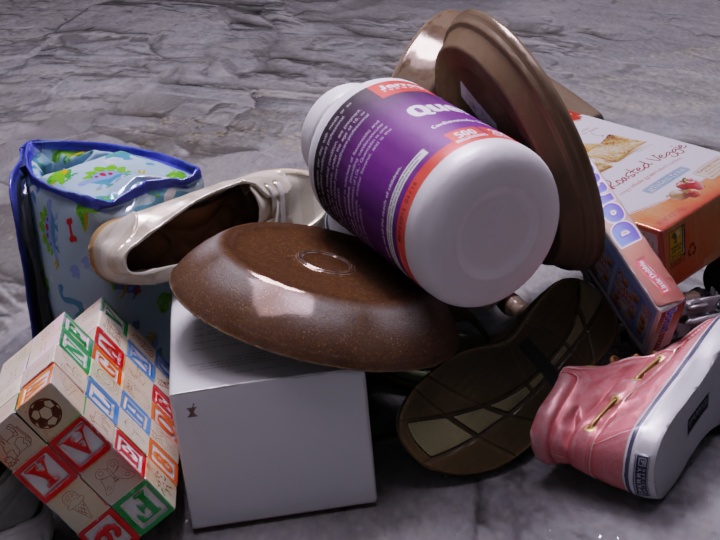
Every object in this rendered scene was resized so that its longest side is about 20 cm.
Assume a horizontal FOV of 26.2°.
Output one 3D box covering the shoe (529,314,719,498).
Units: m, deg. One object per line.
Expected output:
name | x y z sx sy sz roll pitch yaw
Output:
shoe | 0.191 0.075 1.024 0.091 0.072 0.200 13 33 30

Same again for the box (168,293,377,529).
box | -0.063 0.079 1.060 0.123 0.098 0.200 -8 20 -3

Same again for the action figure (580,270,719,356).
action figure | 0.210 0.022 1.172 0.129 0.070 0.200 1 25 1

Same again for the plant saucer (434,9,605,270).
plant saucer | 0.105 -0.086 1.083 0.029 0.201 0.200 -27 25 -11

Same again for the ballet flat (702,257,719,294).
ballet flat | 0.349 0.019 1.137 0.199 0.068 0.068 1 31 22

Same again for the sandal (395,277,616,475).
sandal | 0.099 0.076 1.055 0.200 0.080 0.054 -37 0 -34

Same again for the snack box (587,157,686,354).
snack box | 0.160 -0.039 1.086 0.024 0.072 0.201 -25 65 -12

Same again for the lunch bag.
lunch bag | -0.209 -0.008 1.230 0.127 0.171 0.200 -17 24 -32

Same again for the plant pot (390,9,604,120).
plant pot | 0.127 -0.122 1.431 0.174 0.201 0.200 22 31 21

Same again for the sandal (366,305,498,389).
sandal | 0.040 0.048 1.163 0.200 0.058 0.080 6 24 28

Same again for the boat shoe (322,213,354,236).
boat shoe | 0.000 0.000 1.214 0.070 0.073 0.200 -15 -20 14

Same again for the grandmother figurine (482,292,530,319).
grandmother figurine | 0.087 -0.004 1.196 0.060 0.121 0.200 -41 2 1

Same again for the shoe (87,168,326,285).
shoe | -0.099 -0.029 1.133 0.199 0.070 0.053 -18 8 -27

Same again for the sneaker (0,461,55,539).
sneaker | -0.275 0.165 0.929 0.074 0.080 0.200 12 29 36

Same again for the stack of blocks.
stack of blocks | -0.179 0.090 1.026 0.058 0.115 0.200 -39 18 9

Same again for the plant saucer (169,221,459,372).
plant saucer | -0.026 0.009 1.030 0.199 0.037 0.201 13 17 -4

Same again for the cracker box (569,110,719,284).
cracker box | 0.192 -0.058 1.195 0.134 0.058 0.199 -29 35 -35

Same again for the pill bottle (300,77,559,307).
pill bottle | 0.038 -0.062 1.047 0.112 0.113 0.200 -17 31 -25
